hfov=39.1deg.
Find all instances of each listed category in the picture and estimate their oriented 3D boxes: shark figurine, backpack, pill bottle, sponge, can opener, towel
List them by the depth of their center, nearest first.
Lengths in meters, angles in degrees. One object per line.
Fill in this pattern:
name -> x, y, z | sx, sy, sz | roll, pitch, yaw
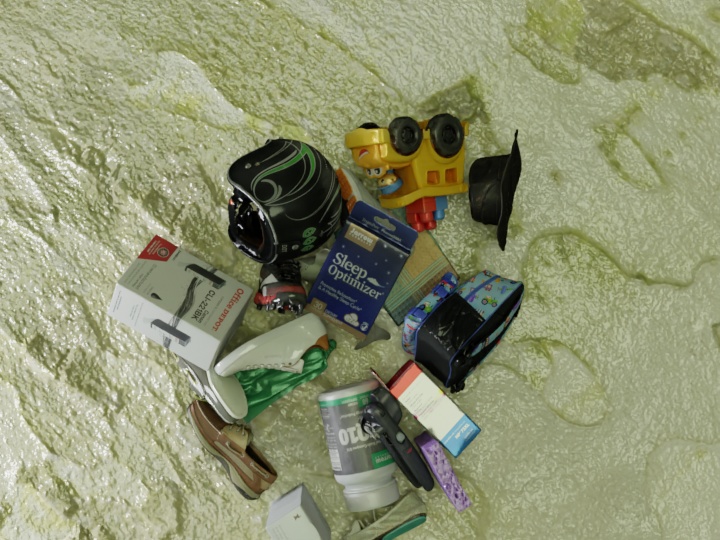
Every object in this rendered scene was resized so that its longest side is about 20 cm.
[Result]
can opener -> 0.066, 0.286, 1.658 | 0.078, 0.063, 0.202 | -38, 109, -20
sponge -> 0.134, 0.328, 1.675 | 0.030, 0.200, 0.113 | -30, 88, -4
backpack -> 0.179, 0.078, 1.700 | 0.134, 0.183, 0.200 | 40, 74, 17
pill bottle -> 0.001, 0.295, 1.718 | 0.111, 0.113, 0.204 | -13, 89, -1
shark figurine -> -0.017, 0.026, 1.734 | 0.214, 0.129, 0.089 | 43, 45, 8
towel -> 0.063, -0.026, 1.775 | 0.146, 0.022, 0.201 | -36, 91, -2

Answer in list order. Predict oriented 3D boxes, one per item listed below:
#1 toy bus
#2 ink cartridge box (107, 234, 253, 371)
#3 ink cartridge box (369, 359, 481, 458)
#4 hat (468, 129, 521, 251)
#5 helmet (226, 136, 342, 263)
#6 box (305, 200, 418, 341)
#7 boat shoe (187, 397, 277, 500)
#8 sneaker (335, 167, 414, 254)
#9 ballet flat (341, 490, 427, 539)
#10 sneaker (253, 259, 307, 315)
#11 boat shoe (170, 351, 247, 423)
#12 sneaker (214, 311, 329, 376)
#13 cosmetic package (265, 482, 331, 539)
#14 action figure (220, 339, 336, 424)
toy bus -> 0.082, -0.160, 1.699 | 0.197, 0.135, 0.196 | -8, 97, -34
ink cartridge box -> -0.298, 0.054, 1.698 | 0.198, 0.145, 0.084 | 30, 131, -1
ink cartridge box -> 0.107, 0.218, 1.720 | 0.067, 0.116, 0.200 | -45, 90, -2
hat -> 0.220, -0.139, 1.709 | 0.079, 0.200, 0.205 | 8, 88, 15
helmet -> -0.123, -0.121, 1.685 | 0.190, 0.200, 0.201 | -35, 89, -33
box -> 0.000, 0.000, 1.658 | 0.120, 0.032, 0.202 | 27, 104, -2
boat shoe -> -0.214, 0.294, 1.731 | 0.073, 0.076, 0.201 | -35, 98, 11
sneaker -> 0.019, -0.090, 1.737 | 0.091, 0.076, 0.202 | -16, 71, -40
ballet flat -> 0.022, 0.448, 1.749 | 0.198, 0.068, 0.063 | -28, 61, -5
sneaker -> -0.130, 0.022, 1.682 | 0.070, 0.200, 0.100 | 10, 87, -16
boat shoe -> -0.258, 0.183, 1.713 | 0.060, 0.072, 0.203 | -46, 61, 18
sneaker -> -0.143, 0.144, 1.684 | 0.197, 0.073, 0.086 | -25, 85, -8
cosmetic package -> -0.100, 0.425, 1.668 | 0.073, 0.200, 0.103 | -32, 88, -2
action figure -> -0.130, 0.168, 1.748 | 0.197, 0.055, 0.120 | -24, 87, 2
